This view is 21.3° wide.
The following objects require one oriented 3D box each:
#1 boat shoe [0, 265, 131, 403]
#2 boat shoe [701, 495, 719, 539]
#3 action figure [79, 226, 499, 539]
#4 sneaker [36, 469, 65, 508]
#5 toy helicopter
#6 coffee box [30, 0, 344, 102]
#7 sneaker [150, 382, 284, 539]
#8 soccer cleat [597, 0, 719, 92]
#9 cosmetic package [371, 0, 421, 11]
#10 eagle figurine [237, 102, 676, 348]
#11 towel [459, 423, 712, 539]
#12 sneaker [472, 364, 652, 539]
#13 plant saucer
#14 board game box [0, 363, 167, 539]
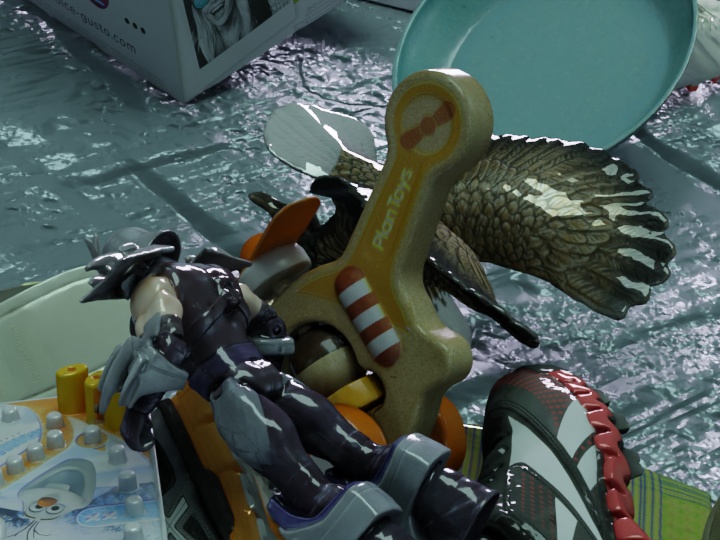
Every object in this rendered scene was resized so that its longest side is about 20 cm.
[{"bbox_3d":[-0.195,0.051,0.882,0.201,0.072,0.060,-19,0,-20],"label":"boat shoe"},{"bbox_3d":[0.173,0.170,0.774,0.068,0.075,0.200,33,48,-13],"label":"boat shoe"},{"bbox_3d":[-0.044,0.052,0.757,0.200,0.069,0.130,45,27,17],"label":"action figure"},{"bbox_3d":[-0.129,0.162,0.734,0.083,0.081,0.200,-19,33,-11],"label":"sneaker"},{"bbox_3d":[0.000,0.000,0.843,0.132,0.200,0.079,33,23,30],"label":"toy helicopter"},{"bbox_3d":[-0.114,-0.271,1.238,0.200,0.198,0.199,-36,52,-29],"label":"coffee box"},{"bbox_3d":[-0.063,0.135,0.786,0.077,0.078,0.200,-27,43,0],"label":"sneaker"},{"bbox_3d":[0.211,-0.160,1.303,0.069,0.078,0.200,26,35,24],"label":"soccer cleat"},{"bbox_3d":[0.027,-0.250,1.424,0.199,0.052,0.151,15,35,8],"label":"cosmetic package"},{"bbox_3d":[0.037,-0.013,0.965,0.151,0.200,0.152,35,58,-32],"label":"eagle figurine"},{"bbox_3d":[0.064,0.122,0.876,0.199,0.023,0.144,11,31,2],"label":"towel"},{"bbox_3d":[0.072,0.106,0.813,0.098,0.071,0.201,4,34,-14],"label":"sneaker"},{"bbox_3d":[0.118,-0.133,1.202,0.199,0.036,0.201,-13,55,19],"label":"plant saucer"},{"bbox_3d":[-0.175,0.095,0.726,0.199,0.026,0.200,-6,25,-8],"label":"board game box"}]
